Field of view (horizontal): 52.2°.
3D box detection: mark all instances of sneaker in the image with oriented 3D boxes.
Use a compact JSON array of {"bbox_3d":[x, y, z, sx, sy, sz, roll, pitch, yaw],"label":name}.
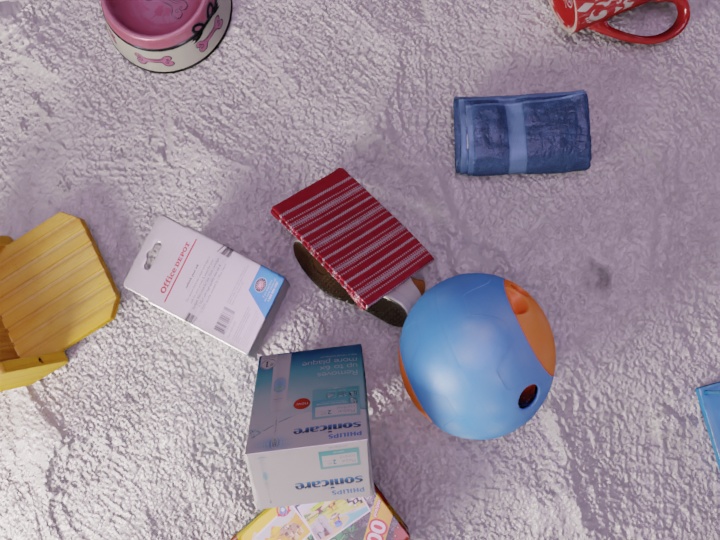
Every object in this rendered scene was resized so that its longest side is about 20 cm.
[{"bbox_3d":[0.000,0.000,1.021,0.197,0.074,0.085,31,51,13],"label":"sneaker"}]

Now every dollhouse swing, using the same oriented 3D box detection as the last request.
[{"bbox_3d":[-0.458,0.029,0.977,0.174,0.181,0.204,-32,81,17],"label":"dollhouse swing"}]

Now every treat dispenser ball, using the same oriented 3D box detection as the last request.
[{"bbox_3d":[0.145,0.106,0.921,0.194,0.201,0.207,0,81,2],"label":"treat dispenser ball"}]

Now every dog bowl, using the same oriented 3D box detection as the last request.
[{"bbox_3d":[-0.291,-0.400,1.075,0.194,0.074,0.207,0,81,1],"label":"dog bowl"}]

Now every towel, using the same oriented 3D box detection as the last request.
[{"bbox_3d":[0.229,-0.193,1.039,0.194,0.049,0.115,-2,82,1],"label":"towel"},{"bbox_3d":[-0.012,-0.048,0.993,0.143,0.023,0.200,-33,68,-33],"label":"towel"}]

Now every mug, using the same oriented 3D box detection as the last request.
[{"bbox_3d":[0.376,-0.408,1.027,0.196,0.133,0.182,-23,80,2],"label":"mug"}]

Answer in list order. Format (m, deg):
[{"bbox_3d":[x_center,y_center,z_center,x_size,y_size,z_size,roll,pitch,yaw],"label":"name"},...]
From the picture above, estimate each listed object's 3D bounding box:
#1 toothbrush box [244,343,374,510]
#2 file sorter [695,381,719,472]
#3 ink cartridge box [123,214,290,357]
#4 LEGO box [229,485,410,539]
[{"bbox_3d":[-0.060,0.187,0.913,0.142,0.201,0.087,-6,117,2],"label":"toothbrush box"},{"bbox_3d":[0.563,0.194,0.934,0.194,0.123,0.143,-14,81,0],"label":"file sorter"},{"bbox_3d":[-0.209,0.021,1.013,0.196,0.067,0.118,27,84,5],"label":"ink cartridge box"},{"bbox_3d":[-0.054,0.346,0.955,0.199,0.077,0.150,-40,83,-4],"label":"LEGO box"}]
